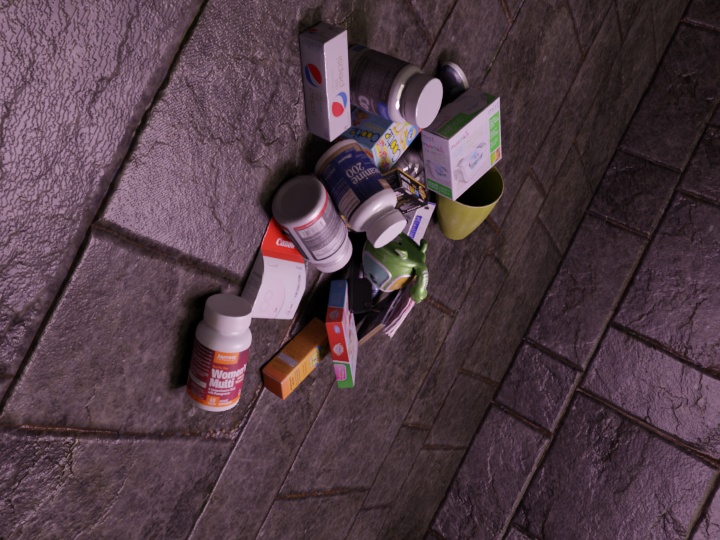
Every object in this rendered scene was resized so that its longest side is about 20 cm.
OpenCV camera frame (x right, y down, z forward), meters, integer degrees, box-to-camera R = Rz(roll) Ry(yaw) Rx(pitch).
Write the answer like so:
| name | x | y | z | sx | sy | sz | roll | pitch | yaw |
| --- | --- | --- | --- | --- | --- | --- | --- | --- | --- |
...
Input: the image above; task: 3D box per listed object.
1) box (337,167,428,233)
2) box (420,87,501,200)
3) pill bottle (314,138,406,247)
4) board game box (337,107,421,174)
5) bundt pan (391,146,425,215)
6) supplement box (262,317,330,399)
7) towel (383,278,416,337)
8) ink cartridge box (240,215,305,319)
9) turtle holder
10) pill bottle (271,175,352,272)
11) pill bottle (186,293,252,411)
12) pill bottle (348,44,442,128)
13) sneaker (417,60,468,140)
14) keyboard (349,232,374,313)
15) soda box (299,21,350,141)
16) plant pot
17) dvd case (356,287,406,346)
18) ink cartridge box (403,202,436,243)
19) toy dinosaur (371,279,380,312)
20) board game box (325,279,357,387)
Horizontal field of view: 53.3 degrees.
| name | x | y | z | sx | sy | sz | roll | pitch | yaw |
| --- | --- | --- | --- | --- | --- | --- | --- | --- | --- |
| box | 0.031 | -0.148 | 1.564 | 0.159 | 0.196 | 0.051 | 20 | 54 | -60 |
| box | 0.243 | -0.307 | 1.725 | 0.199 | 0.096 | 0.179 | -40 | 140 | -27 |
| pill bottle | 0.003 | -0.151 | 1.427 | 0.110 | 0.202 | 0.111 | -33 | 166 | -10 |
| board game box | 0.052 | -0.312 | 1.537 | 0.201 | 0.103 | 0.104 | -52 | 150 | -20 |
| bundt pan | 0.088 | -0.204 | 1.723 | 0.201 | 0.075 | 0.205 | -41 | 146 | -36 |
| supplement box | -0.142 | 0.203 | 1.682 | 0.200 | 0.068 | 0.068 | -46 | 150 | -36 |
| towel | 0.096 | 0.075 | 1.867 | 0.148 | 0.030 | 0.201 | -56 | -166 | 12 |
| ink cartridge box | -0.162 | 0.001 | 1.496 | 0.161 | 0.056 | 0.204 | 10 | 109 | -61 |
| turtle holder | 0.088 | -0.017 | 1.682 | 0.134 | 0.182 | 0.141 | -64 | 177 | 28 |
| pill bottle | -0.092 | -0.088 | 1.454 | 0.117 | 0.114 | 0.201 | -54 | 147 | -16 |
| pill bottle | -0.268 | 0.157 | 1.379 | 0.109 | 0.108 | 0.205 | -17 | 128 | -53 |
| pill bottle | 0.056 | -0.357 | 1.403 | 0.113 | 0.197 | 0.116 | -39 | 144 | -36 |
| sneaker | 0.200 | -0.391 | 1.754 | 0.147 | 0.076 | 0.205 | -51 | 151 | -26 |
| keyboard | 0.000 | 0.000 | 1.736 | 0.103 | 0.039 | 0.206 | 3 | 89 | -46 |
| soda box | -0.064 | -0.352 | 1.348 | 0.068 | 0.063 | 0.203 | -41 | 146 | -34 |
| plant pot | 0.281 | -0.185 | 1.993 | 0.187 | 0.186 | 0.202 | -44 | 162 | -31 |
| dvd case | 0.041 | 0.121 | 1.838 | 0.200 | 0.016 | 0.150 | -45 | -170 | 52 |
| ink cartridge box | 0.134 | -0.096 | 1.933 | 0.099 | 0.039 | 0.204 | 4 | 111 | -60 |
| toy dinosaur | 0.038 | 0.006 | 1.796 | 0.198 | 0.103 | 0.187 | 3 | 102 | -54 |
| board game box | -0.042 | 0.150 | 1.700 | 0.155 | 0.039 | 0.204 | -84 | 168 | -54 |
